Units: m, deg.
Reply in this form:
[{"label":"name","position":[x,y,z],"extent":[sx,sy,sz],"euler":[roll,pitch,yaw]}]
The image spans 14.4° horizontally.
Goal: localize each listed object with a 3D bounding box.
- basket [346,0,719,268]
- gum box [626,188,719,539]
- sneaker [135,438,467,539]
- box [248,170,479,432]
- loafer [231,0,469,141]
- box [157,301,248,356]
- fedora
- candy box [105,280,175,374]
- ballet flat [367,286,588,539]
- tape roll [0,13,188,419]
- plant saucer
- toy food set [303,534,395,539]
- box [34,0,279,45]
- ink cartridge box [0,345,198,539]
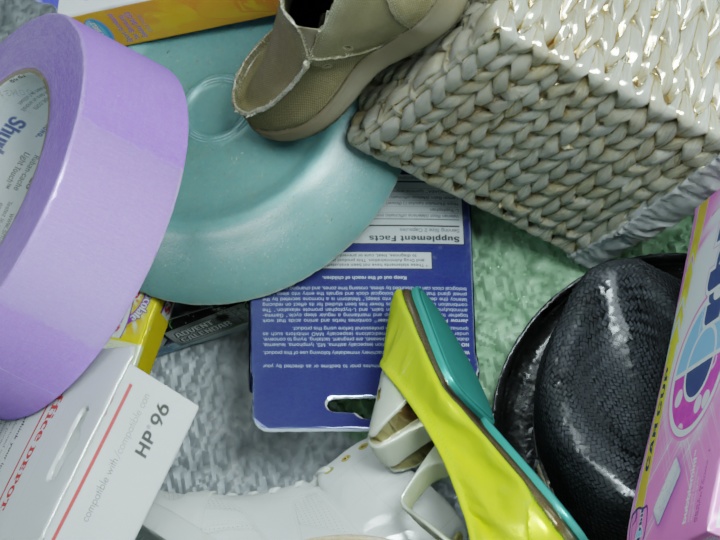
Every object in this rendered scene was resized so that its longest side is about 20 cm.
[{"label":"basket","position":[0.117,-0.136,1.436],"extent":[0.161,0.200,0.198],"euler":[23,67,-16]},{"label":"gum box","position":[0.183,0.054,1.301],"extent":[0.066,0.114,0.200],"euler":[17,71,-9]},{"label":"sneaker","position":[-0.038,0.133,1.465],"extent":[0.200,0.074,0.116],"euler":[18,50,37]},{"label":"box","position":[0.000,0.000,1.513],"extent":[0.121,0.032,0.200],"euler":[0,61,-3]},{"label":"loafer","position":[-0.014,-0.128,1.410],"extent":[0.200,0.067,0.076],"euler":[-34,33,51]},{"label":"box","position":[-0.130,-0.045,1.597],"extent":[0.137,0.040,0.200],"euler":[-18,60,11]},{"label":"fedora","position":[0.143,0.066,1.412],"extent":[0.200,0.092,0.201],"euler":[-8,62,15]},{"label":"candy box","position":[-0.133,-0.037,1.555],"extent":[0.102,0.026,0.200],"euler":[11,68,20]},{"label":"ballet flat","position":[0.042,0.086,1.399],"extent":[0.067,0.067,0.200],"euler":[-36,46,4]},{"label":"tape roll","position":[-0.170,-0.028,1.451],"extent":[0.200,0.066,0.200],"euler":[-40,35,36]},{"label":"plant saucer","position":[-0.072,-0.079,1.519],"extent":[0.200,0.036,0.200],"euler":[-9,61,16]},{"label":"toy food set","position":[0.006,0.221,1.351],"extent":[0.200,0.049,0.198],"euler":[34,116,5]},{"label":"box","position":[-0.083,-0.187,1.537],"extent":[0.200,0.041,0.119],"euler":[-10,57,22]},{"label":"ink cartridge box","position":[-0.157,0.104,1.452],"extent":[0.200,0.068,0.116],"euler":[-6,55,60]}]
